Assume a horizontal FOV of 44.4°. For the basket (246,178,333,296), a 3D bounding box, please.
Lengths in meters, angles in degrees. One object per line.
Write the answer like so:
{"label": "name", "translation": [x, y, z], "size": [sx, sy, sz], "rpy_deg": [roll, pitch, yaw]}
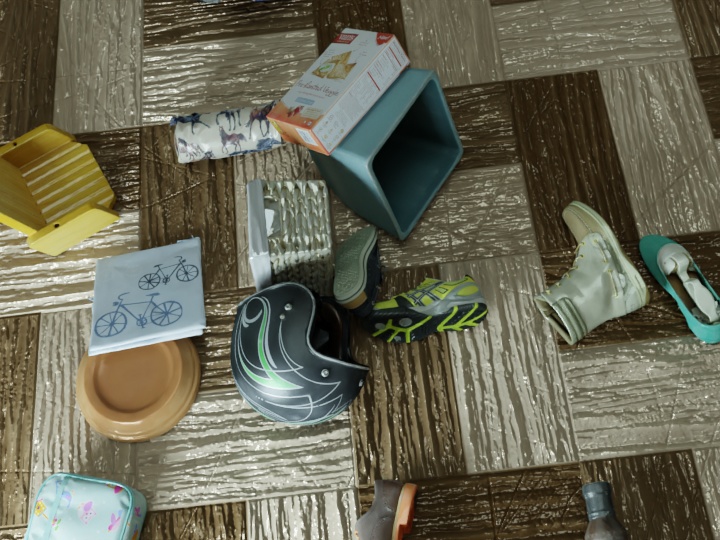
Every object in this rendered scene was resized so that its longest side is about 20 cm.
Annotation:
{"label": "basket", "translation": [-0.105, -0.037, 1.352], "size": [0.121, 0.201, 0.138], "rpy_deg": [-5, 65, -3]}

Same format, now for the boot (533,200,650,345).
{"label": "boot", "translation": [0.332, 0.001, 1.372], "size": [0.153, 0.072, 0.202], "rpy_deg": [-28, 67, -6]}

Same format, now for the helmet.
{"label": "helmet", "translation": [-0.090, 0.128, 1.281], "size": [0.196, 0.200, 0.194], "rpy_deg": [-13, 74, -2]}

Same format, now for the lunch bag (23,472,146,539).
{"label": "lunch bag", "translation": [-0.401, 0.394, 1.243], "size": [0.157, 0.077, 0.203], "rpy_deg": [9, 67, 8]}

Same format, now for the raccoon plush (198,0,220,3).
{"label": "raccoon plush", "translation": [-0.287, -0.584, 1.693], "size": [0.198, 0.098, 0.134], "rpy_deg": [-15, 47, -35]}

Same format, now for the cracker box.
{"label": "cracker box", "translation": [-0.035, -0.277, 1.348], "size": [0.201, 0.058, 0.133], "rpy_deg": [-50, 38, -13]}

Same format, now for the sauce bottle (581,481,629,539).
{"label": "sauce bottle", "translation": [0.340, 0.392, 1.198], "size": [0.063, 0.065, 0.203], "rpy_deg": [-5, 64, 2]}

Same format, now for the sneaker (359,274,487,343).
{"label": "sneaker", "translation": [0.094, 0.057, 1.370], "size": [0.196, 0.076, 0.077], "rpy_deg": [-6, 50, -6]}

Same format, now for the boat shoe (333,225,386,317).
{"label": "boat shoe", "translation": [0.000, 0.000, 1.378], "size": [0.074, 0.063, 0.201], "rpy_deg": [-25, 29, 21]}

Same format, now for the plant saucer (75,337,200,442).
{"label": "plant saucer", "translation": [-0.347, 0.162, 1.367], "size": [0.196, 0.038, 0.204], "rpy_deg": [-1, 66, 3]}

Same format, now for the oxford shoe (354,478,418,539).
{"label": "oxford shoe", "translation": [0.022, 0.386, 1.222], "size": [0.072, 0.072, 0.202], "rpy_deg": [11, 54, 15]}

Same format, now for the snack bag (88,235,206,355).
{"label": "snack bag", "translation": [-0.340, 0.038, 1.407], "size": [0.185, 0.022, 0.202], "rpy_deg": [-12, 48, -1]}

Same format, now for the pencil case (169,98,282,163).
{"label": "pencil case", "translation": [-0.223, -0.243, 1.517], "size": [0.196, 0.078, 0.091], "rpy_deg": [-9, 80, 0]}

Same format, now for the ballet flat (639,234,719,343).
{"label": "ballet flat", "translation": [0.500, 0.014, 1.351], "size": [0.066, 0.071, 0.202], "rpy_deg": [-24, 66, -7]}

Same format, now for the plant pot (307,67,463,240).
{"label": "plant pot", "translation": [0.017, -0.207, 1.426], "size": [0.198, 0.197, 0.198], "rpy_deg": [23, 68, 33]}

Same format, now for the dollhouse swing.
{"label": "dollhouse swing", "translation": [-0.531, -0.161, 1.450], "size": [0.180, 0.176, 0.201], "rpy_deg": [-31, 66, -9]}
